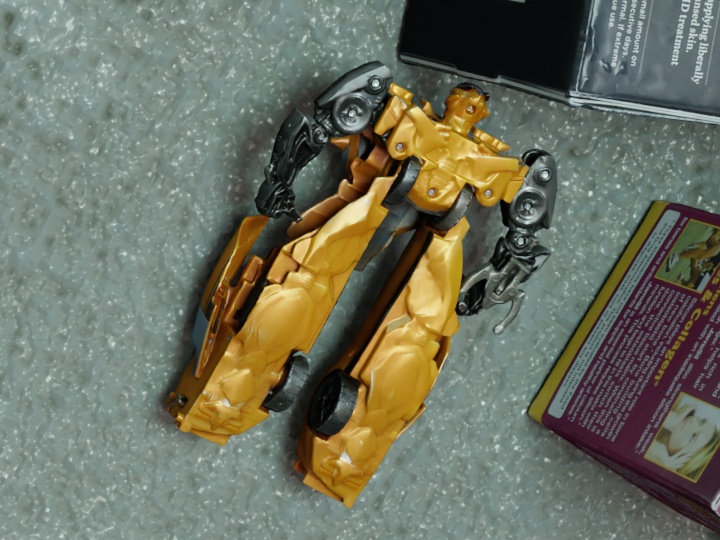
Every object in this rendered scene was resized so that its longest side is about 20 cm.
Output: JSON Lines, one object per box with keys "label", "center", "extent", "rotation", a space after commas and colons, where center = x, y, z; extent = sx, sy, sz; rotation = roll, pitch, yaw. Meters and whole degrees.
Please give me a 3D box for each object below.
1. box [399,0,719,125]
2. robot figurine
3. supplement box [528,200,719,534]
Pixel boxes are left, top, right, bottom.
{"label": "box", "center": [0.150, -0.128, 1.174], "extent": [0.196, 0.200, 0.124], "rotation": [9, 96, -22]}
{"label": "robot figurine", "center": [0.000, 0.000, 1.202], "extent": [0.145, 0.058, 0.200], "rotation": [27, 98, -23]}
{"label": "supplement box", "center": [0.185, 0.056, 1.219], "extent": [0.103, 0.200, 0.131], "rotation": [33, 87, -22]}
